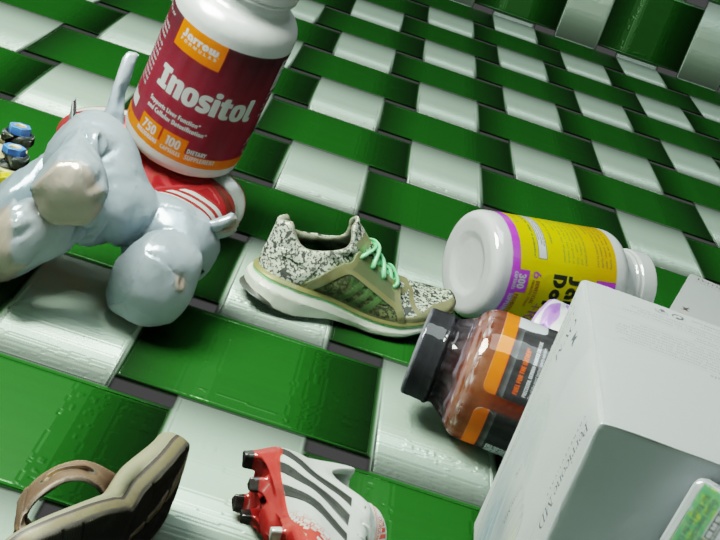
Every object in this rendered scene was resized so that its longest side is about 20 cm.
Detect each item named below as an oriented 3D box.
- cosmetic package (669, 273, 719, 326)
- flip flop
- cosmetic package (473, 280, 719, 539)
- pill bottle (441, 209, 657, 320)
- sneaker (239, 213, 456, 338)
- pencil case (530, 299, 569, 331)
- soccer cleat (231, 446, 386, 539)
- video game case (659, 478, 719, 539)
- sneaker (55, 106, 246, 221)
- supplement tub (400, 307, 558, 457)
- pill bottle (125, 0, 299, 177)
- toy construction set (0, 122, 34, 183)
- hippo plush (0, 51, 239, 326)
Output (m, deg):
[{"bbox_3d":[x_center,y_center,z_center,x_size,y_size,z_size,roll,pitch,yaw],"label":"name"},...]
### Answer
[{"bbox_3d":[0.337,0.077,1.233,0.101,0.071,0.200,25,22,14],"label":"cosmetic package"},{"bbox_3d":[-0.151,0.132,0.689,0.057,0.081,0.200,27,19,8],"label":"flip flop"},{"bbox_3d":[0.150,0.144,0.749,0.123,0.200,0.200,19,22,-2],"label":"cosmetic package"},{"bbox_3d":[0.186,0.004,1.233,0.200,0.104,0.104,7,25,-27],"label":"pill bottle"},{"bbox_3d":[0.000,0.000,1.110,0.200,0.089,0.077,10,24,-23],"label":"sneaker"},{"bbox_3d":[0.224,0.100,1.067,0.200,0.086,0.084,30,28,22],"label":"pencil case"},{"bbox_3d":[-0.019,0.166,0.739,0.085,0.069,0.200,7,20,-18],"label":"soccer cleat"},{"bbox_3d":[0.182,0.228,0.583,0.182,0.200,0.022,34,9,31],"label":"video game case"},{"bbox_3d":[-0.210,-0.088,1.160,0.200,0.078,0.116,23,21,12],"label":"sneaker"},{"bbox_3d":[0.135,0.096,0.975,0.200,0.107,0.107,21,22,4],"label":"supplement tub"},{"bbox_3d":[-0.125,-0.191,1.131,0.113,0.200,0.113,21,32,-14],"label":"pill bottle"},{"bbox_3d":[-0.348,-0.106,1.085,0.131,0.092,0.200,13,34,-15],"label":"toy construction set"},{"bbox_3d":[-0.199,-0.030,1.002,0.161,0.159,0.200,44,30,-22],"label":"hippo plush"}]
